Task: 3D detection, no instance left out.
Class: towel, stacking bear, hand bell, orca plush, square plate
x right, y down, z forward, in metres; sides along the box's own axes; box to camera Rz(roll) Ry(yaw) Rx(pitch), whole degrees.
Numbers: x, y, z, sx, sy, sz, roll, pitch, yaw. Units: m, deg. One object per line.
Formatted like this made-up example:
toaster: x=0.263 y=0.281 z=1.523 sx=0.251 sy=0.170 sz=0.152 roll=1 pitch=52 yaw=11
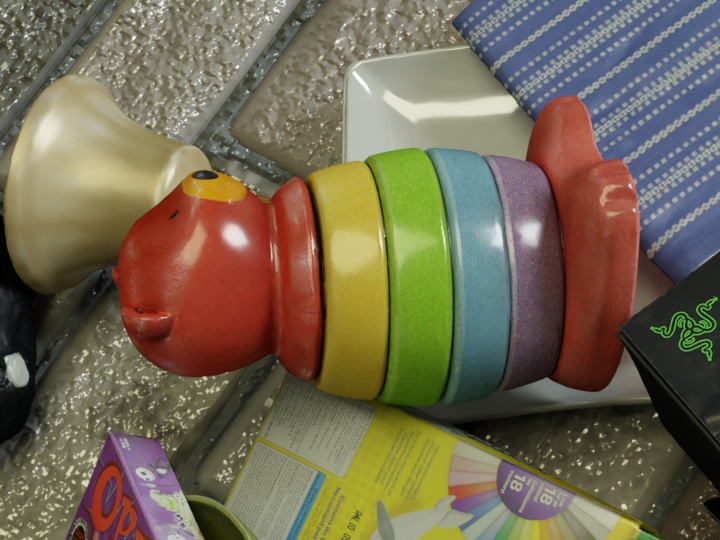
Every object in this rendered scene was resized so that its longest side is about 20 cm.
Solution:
towel: x=0.149 y=-0.092 z=1.037 sx=0.145 sy=0.024 sz=0.200 roll=-36 pitch=54 yaw=-1
stacking bear: x=0.000 y=0.000 z=0.942 sx=0.199 sy=0.114 sz=0.122 roll=-3 pitch=24 yaw=-8
hand bell: x=-0.049 y=-0.023 z=1.046 sx=0.199 sy=0.104 sz=0.104 roll=11 pitch=66 yaw=22
orca plush: x=-0.186 y=-0.002 z=1.117 sx=0.200 sy=0.071 sz=0.105 roll=56 pitch=132 yaw=37
square plate: x=0.088 y=-0.020 z=1.044 sx=0.199 sy=0.028 sz=0.199 roll=-7 pitch=59 yaw=14

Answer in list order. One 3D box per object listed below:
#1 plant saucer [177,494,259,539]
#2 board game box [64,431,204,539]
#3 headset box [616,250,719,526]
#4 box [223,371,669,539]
plant saucer: x=-0.066 y=0.190 z=0.913 sx=0.200 sy=0.031 sz=0.201 roll=-29 pitch=55 yaw=55
board game box: x=-0.082 y=0.168 z=0.892 sx=0.120 sy=0.032 sz=0.200 roll=-62 pitch=32 yaw=20
headset box: x=0.222 y=0.046 z=0.886 sx=0.200 sy=0.093 sz=0.174 roll=-36 pitch=56 yaw=-2
box: x=0.036 y=0.128 z=0.951 sx=0.200 sy=0.048 sz=0.118 roll=24 pitch=87 yaw=30
